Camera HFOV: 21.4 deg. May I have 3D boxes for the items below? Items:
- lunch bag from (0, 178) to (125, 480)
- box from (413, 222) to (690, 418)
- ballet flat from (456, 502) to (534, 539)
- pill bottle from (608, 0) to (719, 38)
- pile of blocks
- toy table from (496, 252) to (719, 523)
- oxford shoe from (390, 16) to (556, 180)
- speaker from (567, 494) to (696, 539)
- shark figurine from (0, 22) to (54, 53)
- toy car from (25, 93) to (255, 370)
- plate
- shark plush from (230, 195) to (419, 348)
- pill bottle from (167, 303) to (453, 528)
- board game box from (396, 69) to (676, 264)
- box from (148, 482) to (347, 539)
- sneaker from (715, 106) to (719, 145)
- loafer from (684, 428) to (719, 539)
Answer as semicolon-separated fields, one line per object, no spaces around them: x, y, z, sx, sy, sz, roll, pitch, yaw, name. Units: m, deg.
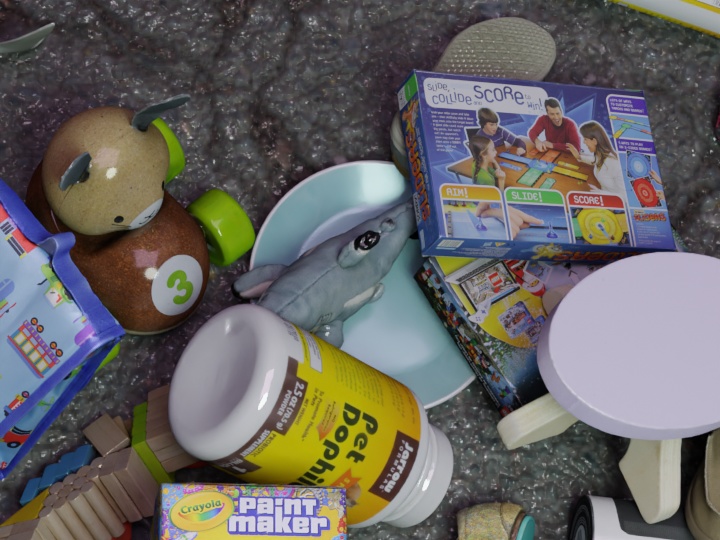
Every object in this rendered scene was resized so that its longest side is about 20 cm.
-0.259;0.038;1.285;0.151;0.200;0.094;51;29;10;lunch bag
0.157;0.013;1.432;0.199;0.038;0.137;-27;79;-27;box
0.074;0.259;1.340;0.070;0.071;0.202;14;69;-4;ballet flat
0.271;-0.247;1.528;0.198;0.104;0.105;18;68;-3;pill bottle
-0.175;0.155;1.344;0.199;0.082;0.062;-35;122;-10;pile of blocks
0.190;0.070;1.323;0.198;0.117;0.185;-1;62;-24;toy table
0.084;-0.134;1.483;0.075;0.058;0.200;34;51;14;oxford shoe
0.252;0.213;1.372;0.198;0.081;0.082;8;69;-5;speaker
-0.333;-0.227;1.435;0.128;0.090;0.215;-35;77;-17;shark figurine
-0.165;-0.051;1.330;0.164;0.200;0.158;-39;80;-23;toy car
0.013;0.014;1.434;0.198;0.026;0.202;3;69;-9;plate
0.000;0.000;1.379;0.199;0.083;0.091;-26;76;-17;shark plush
-0.028;0.108;1.310;0.199;0.109;0.110;30;62;-38;pill bottle
0.130;-0.075;1.409;0.198;0.034;0.137;3;66;-24;board game box
-0.080;0.255;1.238;0.121;0.200;0.195;2;71;-8;box
0.385;-0.118;1.513;0.198;0.081;0.075;16;66;-3;sneaker
0.277;0.134;1.362;0.075;0.068;0.200;14;32;4;loafer
